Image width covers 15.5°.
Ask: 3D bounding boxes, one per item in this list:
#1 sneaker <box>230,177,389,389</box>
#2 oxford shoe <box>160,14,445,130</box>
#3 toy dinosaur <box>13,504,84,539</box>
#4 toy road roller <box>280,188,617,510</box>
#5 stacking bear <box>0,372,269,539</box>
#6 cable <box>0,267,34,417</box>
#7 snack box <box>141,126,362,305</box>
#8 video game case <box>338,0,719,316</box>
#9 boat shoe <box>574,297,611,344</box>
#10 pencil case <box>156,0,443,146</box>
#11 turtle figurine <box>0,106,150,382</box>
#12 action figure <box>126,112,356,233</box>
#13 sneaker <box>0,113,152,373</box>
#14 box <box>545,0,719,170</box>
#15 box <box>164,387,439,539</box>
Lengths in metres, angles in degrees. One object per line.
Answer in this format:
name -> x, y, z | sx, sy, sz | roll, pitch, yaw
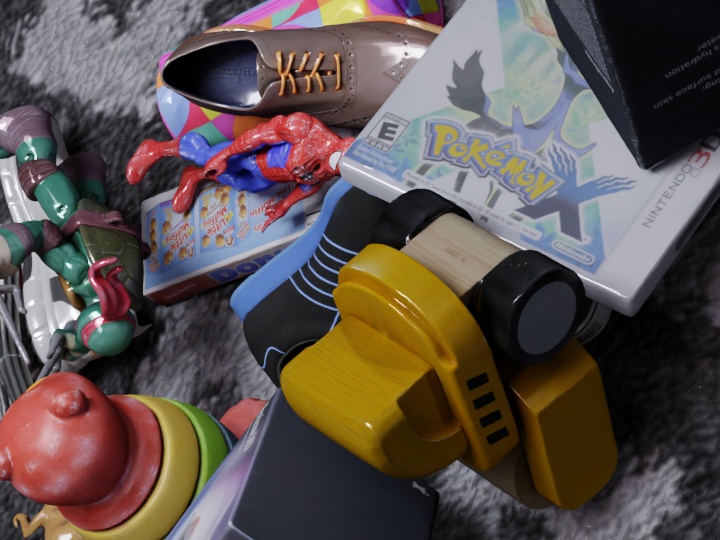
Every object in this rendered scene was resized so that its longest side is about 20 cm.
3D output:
sneaker -> 0.000, 0.000, 1.600 | 0.200, 0.070, 0.078 | -45, 63, 38
oxford shoe -> -0.026, -0.116, 1.608 | 0.200, 0.073, 0.071 | -1, 100, 24
toy dinosaur -> -0.183, 0.193, 1.675 | 0.106, 0.060, 0.200 | -38, 53, 17
toy road roller -> 0.043, 0.067, 1.452 | 0.146, 0.200, 0.123 | -40, 46, -20
stacking bear -> -0.138, 0.119, 1.579 | 0.121, 0.200, 0.114 | -37, 53, 18
cable -> -0.226, 0.051, 1.756 | 0.200, 0.050, 0.097 | 57, 134, 41
snack box -> -0.058, -0.041, 1.702 | 0.200, 0.024, 0.072 | -20, 59, 29
video game case -> 0.118, -0.083, 1.515 | 0.200, 0.022, 0.182 | 26, 64, 26
boat shoe -> 0.092, -0.048, 1.567 | 0.071, 0.064, 0.200 | -36, 53, 19
pencil case -> -0.040, -0.145, 1.695 | 0.200, 0.088, 0.088 | -27, 57, 25
turtle figurine -> -0.181, -0.002, 1.637 | 0.101, 0.150, 0.200 | -18, 51, 3
action figure -> -0.064, -0.064, 1.639 | 0.200, 0.065, 0.052 | -8, 52, 48
sneaker -> -0.189, -0.024, 1.776 | 0.080, 0.074, 0.200 | -22, 63, 12
box -> 0.195, -0.190, 1.426 | 0.197, 0.200, 0.117 | -29, 54, -2
box -> -0.064, 0.200, 1.457 | 0.198, 0.123, 0.200 | -53, 6, 18
